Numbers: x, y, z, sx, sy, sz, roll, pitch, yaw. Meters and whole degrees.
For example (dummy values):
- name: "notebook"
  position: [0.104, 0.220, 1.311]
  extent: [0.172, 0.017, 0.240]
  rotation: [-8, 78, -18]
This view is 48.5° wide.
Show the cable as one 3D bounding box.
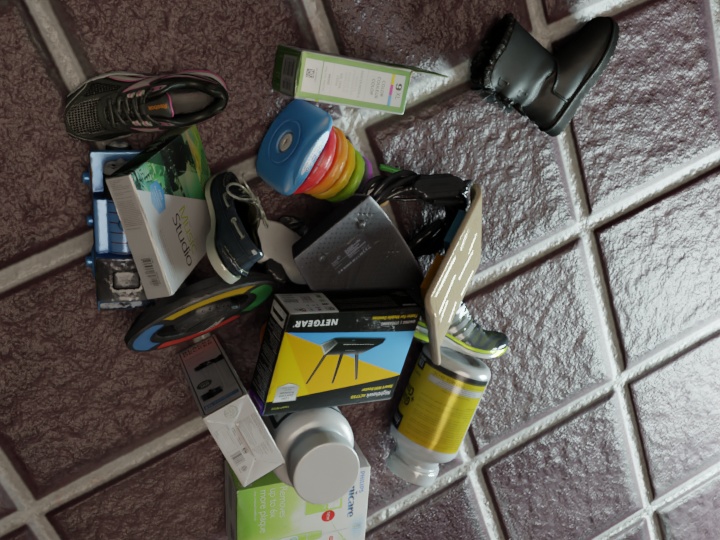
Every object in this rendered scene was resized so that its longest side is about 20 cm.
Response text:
- name: "cable"
  position: [0.054, -0.069, 1.097]
  extent: [0.199, 0.051, 0.164]
  rotation: [-10, 147, -24]

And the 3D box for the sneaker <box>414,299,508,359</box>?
- name: "sneaker"
  position: [0.147, 0.078, 1.207]
  extent: [0.199, 0.074, 0.081]
  rotation: [17, 97, -28]

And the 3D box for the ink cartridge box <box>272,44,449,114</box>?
- name: "ink cartridge box"
  position: [-0.001, -0.239, 1.018]
  extent: [0.199, 0.104, 0.060]
  rotation: [3, 107, -23]

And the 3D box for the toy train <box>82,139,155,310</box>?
- name: "toy train"
  position: [-0.286, -0.052, 0.963]
  extent: [0.086, 0.114, 0.201]
  rotation: [-3, 109, -21]

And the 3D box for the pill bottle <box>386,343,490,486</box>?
- name: "pill bottle"
  position: [0.112, 0.219, 1.216]
  extent: [0.112, 0.112, 0.201]
  rotation: [17, 100, -26]

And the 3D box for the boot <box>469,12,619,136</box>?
- name: "boot"
  position: [0.254, -0.301, 1.120]
  extent: [0.162, 0.073, 0.199]
  rotation: [28, 97, -24]

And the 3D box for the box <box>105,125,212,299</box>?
- name: "box"
  position: [-0.220, -0.076, 0.941]
  extent: [0.036, 0.200, 0.145]
  rotation: [-8, 114, 12]

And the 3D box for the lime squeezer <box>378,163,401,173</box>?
- name: "lime squeezer"
  position: [0.108, -0.096, 1.156]
  extent: [0.070, 0.038, 0.200]
  rotation: [-26, 121, 23]

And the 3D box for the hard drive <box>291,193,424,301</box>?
- name: "hard drive"
  position: [0.000, 0.000, 1.034]
  extent: [0.135, 0.042, 0.200]
  rotation: [-40, 133, -5]

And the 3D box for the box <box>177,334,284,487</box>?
- name: "box"
  position: [-0.172, 0.175, 1.039]
  extent: [0.060, 0.200, 0.117]
  rotation: [-29, 114, -11]

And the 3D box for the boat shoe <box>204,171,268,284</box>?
- name: "boat shoe"
  position: [-0.148, -0.065, 0.964]
  extent: [0.062, 0.200, 0.075]
  rotation: [-29, 122, 11]

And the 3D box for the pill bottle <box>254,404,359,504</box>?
- name: "pill bottle"
  position: [-0.076, 0.226, 1.094]
  extent: [0.119, 0.200, 0.120]
  rotation: [-7, 111, -19]

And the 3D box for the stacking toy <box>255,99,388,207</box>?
- name: "stacking toy"
  position: [-0.028, -0.128, 1.061]
  extent: [0.200, 0.110, 0.116]
  rotation: [26, 98, -42]

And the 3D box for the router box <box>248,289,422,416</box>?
- name: "router box"
  position: [-0.030, 0.101, 1.015]
  extent: [0.199, 0.051, 0.150]
  rotation: [-1, 120, -34]

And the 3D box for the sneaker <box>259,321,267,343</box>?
- name: "sneaker"
  position: [-0.047, 0.076, 1.138]
  extent: [0.199, 0.076, 0.092]
  rotation: [-28, 138, -15]

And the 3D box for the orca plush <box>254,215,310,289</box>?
- name: "orca plush"
  position: [-0.091, -0.013, 1.098]
  extent: [0.199, 0.071, 0.106]
  rotation: [9, 60, -28]

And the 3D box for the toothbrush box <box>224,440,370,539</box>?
- name: "toothbrush box"
  position: [-0.095, 0.339, 1.184]
  extent: [0.199, 0.086, 0.146]
  rotation: [-6, 116, -21]

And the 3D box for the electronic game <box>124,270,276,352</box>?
- name: "electronic game"
  position: [-0.198, 0.054, 1.004]
  extent: [0.199, 0.200, 0.042]
  rotation: [-24, 79, -13]

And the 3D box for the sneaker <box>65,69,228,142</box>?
- name: "sneaker"
  position: [-0.250, -0.199, 0.943]
  extent: [0.199, 0.086, 0.081]
  rotation: [-18, 112, -14]

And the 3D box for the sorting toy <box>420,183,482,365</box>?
- name: "sorting toy"
  position: [0.123, 0.007, 1.092]
  extent: [0.185, 0.036, 0.201]
  rotation: [76, 35, -61]
